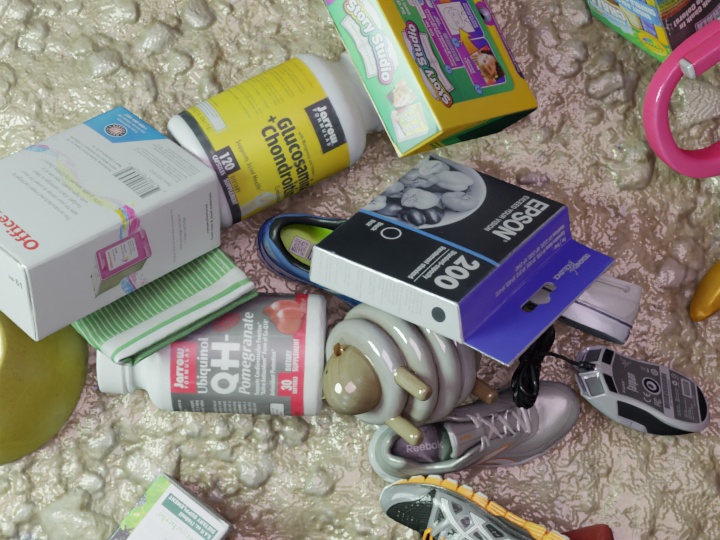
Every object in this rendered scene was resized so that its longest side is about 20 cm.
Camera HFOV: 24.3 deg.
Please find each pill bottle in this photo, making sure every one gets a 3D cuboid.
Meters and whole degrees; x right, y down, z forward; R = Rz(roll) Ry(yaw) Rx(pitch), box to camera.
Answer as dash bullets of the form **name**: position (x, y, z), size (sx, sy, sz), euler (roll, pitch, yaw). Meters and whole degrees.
- **pill bottle**: position (-0.066, -0.129, 1.520), size (0.200, 0.112, 0.112), euler (-28, 85, -12)
- **pill bottle**: position (-0.131, 0.072, 1.499), size (0.200, 0.111, 0.111), euler (2, 83, 0)

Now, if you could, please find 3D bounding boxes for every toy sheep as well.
- **toy sheep**: position (0.047, 0.074, 1.456), size (0.200, 0.138, 0.138), euler (-21, 83, -38)

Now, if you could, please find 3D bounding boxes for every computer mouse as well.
- **computer mouse**: position (0.225, 0.108, 1.517), size (0.200, 0.044, 0.110), euler (22, 40, -14)

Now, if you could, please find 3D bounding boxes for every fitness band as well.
- **fitness band**: position (0.351, -0.169, 1.535), size (0.200, 0.037, 0.144), euler (-33, 129, -6)

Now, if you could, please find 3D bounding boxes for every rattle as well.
- **rattle**: position (0.425, -0.003, 1.546), size (0.200, 0.130, 0.143), euler (9, 94, -27)

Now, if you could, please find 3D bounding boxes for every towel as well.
- **towel**: position (-0.205, -0.005, 1.484), size (0.153, 0.023, 0.200), euler (-31, 51, -21)

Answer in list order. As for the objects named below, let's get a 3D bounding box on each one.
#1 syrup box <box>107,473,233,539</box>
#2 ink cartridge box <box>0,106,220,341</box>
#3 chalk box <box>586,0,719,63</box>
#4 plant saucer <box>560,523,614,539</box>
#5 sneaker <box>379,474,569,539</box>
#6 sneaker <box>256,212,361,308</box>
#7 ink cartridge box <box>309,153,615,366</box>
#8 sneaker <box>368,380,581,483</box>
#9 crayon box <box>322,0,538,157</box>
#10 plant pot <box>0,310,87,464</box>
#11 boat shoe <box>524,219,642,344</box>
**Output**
- **syrup box**: position (-0.206, 0.283, 1.487), size (0.079, 0.081, 0.200), euler (38, 82, 4)
- **ink cartridge box**: position (-0.242, -0.044, 1.436), size (0.200, 0.085, 0.145), euler (-28, 47, -33)
- **chalk box**: position (0.280, -0.280, 1.530), size (0.125, 0.200, 0.124), euler (-41, 53, -7)
- **plant saucer**: position (0.156, 0.348, 1.512), size (0.200, 0.037, 0.200), euler (-13, 84, -3)
- **sneaker**: position (0.103, 0.246, 1.480), size (0.200, 0.078, 0.077), euler (22, 66, 18)
- **sneaker**: position (0.000, 0.000, 1.522), size (0.200, 0.089, 0.079), euler (18, 83, -2)
- **ink cartridge box**: position (0.093, -0.016, 1.442), size (0.200, 0.043, 0.198), euler (24, 39, 24)
- **sneaker**: position (0.107, 0.149, 1.506), size (0.200, 0.092, 0.076), euler (-18, 84, -4)
- **crayon box**: position (0.056, -0.212, 1.512), size (0.058, 0.173, 0.200), euler (-30, 83, 37)
- **plant pot**: position (-0.350, 0.074, 1.478), size (0.200, 0.142, 0.200), euler (0, 83, -2)
- **boat shoe**: position (0.168, -0.010, 1.535), size (0.202, 0.075, 0.086), euler (24, 84, -1)
